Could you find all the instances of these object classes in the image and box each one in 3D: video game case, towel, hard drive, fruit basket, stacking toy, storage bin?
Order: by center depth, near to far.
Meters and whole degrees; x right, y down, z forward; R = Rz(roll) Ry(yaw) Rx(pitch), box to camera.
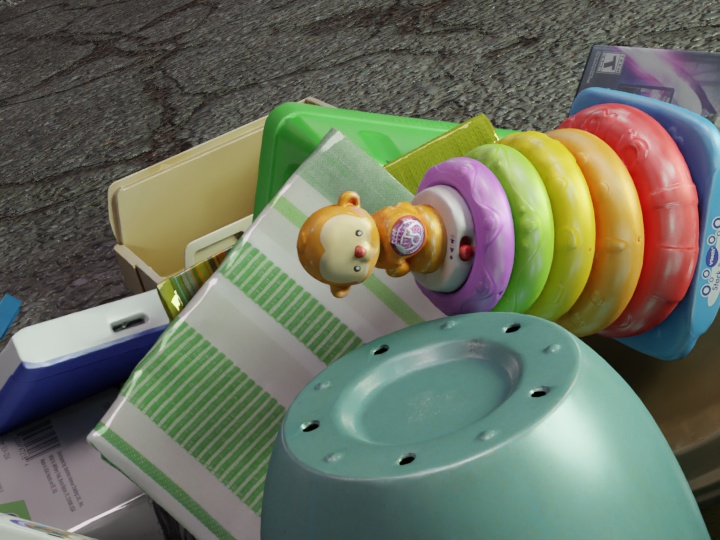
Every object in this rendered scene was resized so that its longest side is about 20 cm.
[{"bbox_3d":[0.060,-0.017,0.685,0.198,0.117,0.109,-4,19,-32],"label":"stacking toy"},{"bbox_3d":[-0.018,0.052,0.764,0.200,0.152,0.023,-50,-1,-10],"label":"towel"},{"bbox_3d":[0.000,0.000,0.795,0.199,0.087,0.018,-29,0,-11],"label":"towel"},{"bbox_3d":[-0.167,0.069,0.909,0.131,0.026,0.200,-18,-16,-35],"label":"hard drive"},{"bbox_3d":[0.029,-0.013,0.924,0.213,0.157,0.216,8,7,-1],"label":"fruit basket"},{"bbox_3d":[0.203,-0.075,1.018,0.019,0.144,0.199,22,-4,-36],"label":"video game case"},{"bbox_3d":[-0.073,-0.036,1.161,0.197,0.095,0.200,-25,24,-17],"label":"storage bin"}]

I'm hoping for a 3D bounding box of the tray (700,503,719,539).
[{"bbox_3d":[0.230,0.092,0.718,0.198,0.037,0.099,0,29,35],"label":"tray"}]

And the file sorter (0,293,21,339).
[{"bbox_3d":[-0.317,0.084,0.958,0.139,0.122,0.200,-54,11,22],"label":"file sorter"}]

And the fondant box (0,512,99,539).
[{"bbox_3d":[-0.151,0.137,0.672,0.198,0.059,0.144,15,-10,-4],"label":"fondant box"}]

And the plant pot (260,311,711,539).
[{"bbox_3d":[0.049,0.116,0.635,0.198,0.162,0.201,-15,23,6],"label":"plant pot"}]

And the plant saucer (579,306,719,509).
[{"bbox_3d":[0.152,0.025,0.754,0.199,0.029,0.201,-28,39,26],"label":"plant saucer"}]

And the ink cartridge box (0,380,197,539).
[{"bbox_3d":[-0.120,0.126,0.838,0.198,0.085,0.145,-24,24,-12],"label":"ink cartridge box"}]

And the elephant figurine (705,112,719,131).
[{"bbox_3d":[0.268,-0.016,0.814,0.198,0.141,0.157,10,79,36],"label":"elephant figurine"}]
